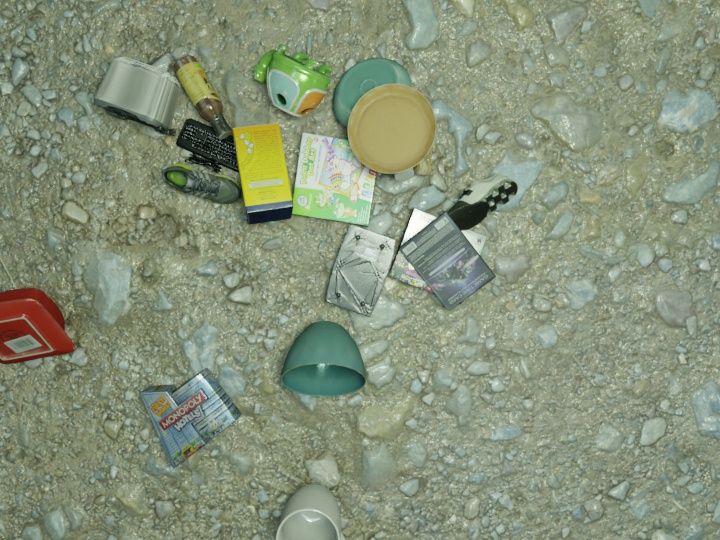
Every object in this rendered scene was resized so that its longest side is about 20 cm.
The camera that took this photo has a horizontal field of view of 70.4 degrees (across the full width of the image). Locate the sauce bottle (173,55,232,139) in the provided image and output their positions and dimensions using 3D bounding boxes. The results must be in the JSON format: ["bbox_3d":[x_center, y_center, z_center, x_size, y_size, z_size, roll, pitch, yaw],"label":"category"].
[{"bbox_3d":[-0.377,-0.415,1.236,0.064,0.065,0.201,-29,94,1],"label":"sauce bottle"}]

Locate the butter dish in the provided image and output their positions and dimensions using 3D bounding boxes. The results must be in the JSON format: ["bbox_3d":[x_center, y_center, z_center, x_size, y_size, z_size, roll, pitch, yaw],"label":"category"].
[{"bbox_3d":[-0.807,0.110,1.225,0.198,0.149,0.201,-11,133,-1],"label":"butter dish"}]

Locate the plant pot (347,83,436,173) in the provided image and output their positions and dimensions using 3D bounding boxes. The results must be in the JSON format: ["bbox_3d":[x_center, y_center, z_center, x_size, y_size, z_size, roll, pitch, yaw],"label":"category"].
[{"bbox_3d":[0.070,-0.315,1.145,0.197,0.027,0.203,0,88,7],"label":"plant pot"}]

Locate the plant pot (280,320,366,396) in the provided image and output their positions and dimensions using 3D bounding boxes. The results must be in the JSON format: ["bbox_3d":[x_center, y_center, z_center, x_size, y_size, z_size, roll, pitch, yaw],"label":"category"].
[{"bbox_3d":[-0.085,0.202,1.221,0.197,0.201,0.136,1,56,0],"label":"plant pot"}]

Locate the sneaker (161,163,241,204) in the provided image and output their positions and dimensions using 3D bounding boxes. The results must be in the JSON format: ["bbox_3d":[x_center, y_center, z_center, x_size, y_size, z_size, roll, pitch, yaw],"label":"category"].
[{"bbox_3d":[-0.387,-0.204,1.232,0.198,0.081,0.075,14,104,1],"label":"sneaker"}]

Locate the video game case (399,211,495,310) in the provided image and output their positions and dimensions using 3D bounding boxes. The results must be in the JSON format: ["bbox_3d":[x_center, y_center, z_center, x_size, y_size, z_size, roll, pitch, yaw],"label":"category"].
[{"bbox_3d":[0.209,-0.020,1.226,0.142,0.019,0.200,-38,101,14],"label":"video game case"}]

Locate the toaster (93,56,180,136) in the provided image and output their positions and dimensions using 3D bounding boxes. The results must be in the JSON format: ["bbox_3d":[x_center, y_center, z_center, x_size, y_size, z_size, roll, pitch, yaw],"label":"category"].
[{"bbox_3d":[-0.515,-0.414,1.210,0.198,0.114,0.131,19,90,0],"label":"toaster"}]

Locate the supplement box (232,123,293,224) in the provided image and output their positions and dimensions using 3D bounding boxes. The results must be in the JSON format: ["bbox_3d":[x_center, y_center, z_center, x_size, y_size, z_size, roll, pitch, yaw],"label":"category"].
[{"bbox_3d":[-0.229,-0.224,1.197,0.108,0.109,0.202,-9,82,-12],"label":"supplement box"}]

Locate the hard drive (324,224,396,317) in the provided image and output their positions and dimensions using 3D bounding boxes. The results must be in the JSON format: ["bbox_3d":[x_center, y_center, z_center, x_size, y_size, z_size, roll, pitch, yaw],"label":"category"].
[{"bbox_3d":[0.000,0.000,1.268,0.133,0.042,0.202,19,93,-1],"label":"hard drive"}]

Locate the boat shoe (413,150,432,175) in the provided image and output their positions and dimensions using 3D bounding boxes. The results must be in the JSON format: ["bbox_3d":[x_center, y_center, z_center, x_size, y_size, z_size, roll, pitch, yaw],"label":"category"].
[{"bbox_3d":[0.142,-0.331,1.247,0.064,0.071,0.203,4,85,-35],"label":"boat shoe"}]

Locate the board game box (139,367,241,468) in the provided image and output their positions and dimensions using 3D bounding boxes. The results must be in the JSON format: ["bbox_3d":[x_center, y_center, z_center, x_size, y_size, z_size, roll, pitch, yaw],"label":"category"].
[{"bbox_3d":[-0.439,0.347,1.274,0.199,0.062,0.201,-37,93,1],"label":"board game box"}]

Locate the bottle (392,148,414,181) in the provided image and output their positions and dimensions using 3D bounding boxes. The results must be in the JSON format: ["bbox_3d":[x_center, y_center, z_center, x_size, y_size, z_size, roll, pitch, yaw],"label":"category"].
[{"bbox_3d":[0.081,-0.308,1.207,0.083,0.065,0.202,-18,68,16],"label":"bottle"}]

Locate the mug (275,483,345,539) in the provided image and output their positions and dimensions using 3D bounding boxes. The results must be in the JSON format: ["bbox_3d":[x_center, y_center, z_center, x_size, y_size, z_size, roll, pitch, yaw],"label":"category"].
[{"bbox_3d":[-0.102,0.621,1.232,0.147,0.175,0.200,-42,93,2],"label":"mug"}]

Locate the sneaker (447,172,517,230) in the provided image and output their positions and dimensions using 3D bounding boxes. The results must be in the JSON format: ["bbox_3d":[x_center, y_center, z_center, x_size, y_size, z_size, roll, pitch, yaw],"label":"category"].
[{"bbox_3d":[0.277,-0.169,1.247,0.199,0.089,0.074,-30,132,-2],"label":"sneaker"}]

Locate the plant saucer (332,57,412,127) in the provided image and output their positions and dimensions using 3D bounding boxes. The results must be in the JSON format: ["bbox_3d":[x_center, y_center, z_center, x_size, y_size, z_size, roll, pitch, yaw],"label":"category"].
[{"bbox_3d":[0.022,-0.427,1.208,0.198,0.036,0.202,-6,71,17],"label":"plant saucer"}]

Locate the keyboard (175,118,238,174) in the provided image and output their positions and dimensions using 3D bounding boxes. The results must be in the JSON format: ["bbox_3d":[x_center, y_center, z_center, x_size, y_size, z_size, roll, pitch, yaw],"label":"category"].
[{"bbox_3d":[-0.356,-0.293,1.253,0.198,0.040,0.105,22,92,-1],"label":"keyboard"}]

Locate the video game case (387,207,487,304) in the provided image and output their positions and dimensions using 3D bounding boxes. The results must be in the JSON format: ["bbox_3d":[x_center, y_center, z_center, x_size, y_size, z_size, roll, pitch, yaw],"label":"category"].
[{"bbox_3d":[0.190,-0.036,1.270,0.198,0.036,0.183,20,93,-1],"label":"video game case"}]

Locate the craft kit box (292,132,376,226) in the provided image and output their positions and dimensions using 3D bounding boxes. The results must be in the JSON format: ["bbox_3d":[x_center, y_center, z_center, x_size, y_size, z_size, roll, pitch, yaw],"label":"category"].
[{"bbox_3d":[-0.060,-0.223,1.258,0.195,0.049,0.203,8,93,2],"label":"craft kit box"}]

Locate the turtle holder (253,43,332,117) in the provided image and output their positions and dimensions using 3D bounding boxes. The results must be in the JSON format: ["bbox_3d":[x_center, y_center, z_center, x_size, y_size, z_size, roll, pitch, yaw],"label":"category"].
[{"bbox_3d":[-0.168,-0.447,1.198,0.184,0.141,0.133,22,110,-10],"label":"turtle holder"}]
